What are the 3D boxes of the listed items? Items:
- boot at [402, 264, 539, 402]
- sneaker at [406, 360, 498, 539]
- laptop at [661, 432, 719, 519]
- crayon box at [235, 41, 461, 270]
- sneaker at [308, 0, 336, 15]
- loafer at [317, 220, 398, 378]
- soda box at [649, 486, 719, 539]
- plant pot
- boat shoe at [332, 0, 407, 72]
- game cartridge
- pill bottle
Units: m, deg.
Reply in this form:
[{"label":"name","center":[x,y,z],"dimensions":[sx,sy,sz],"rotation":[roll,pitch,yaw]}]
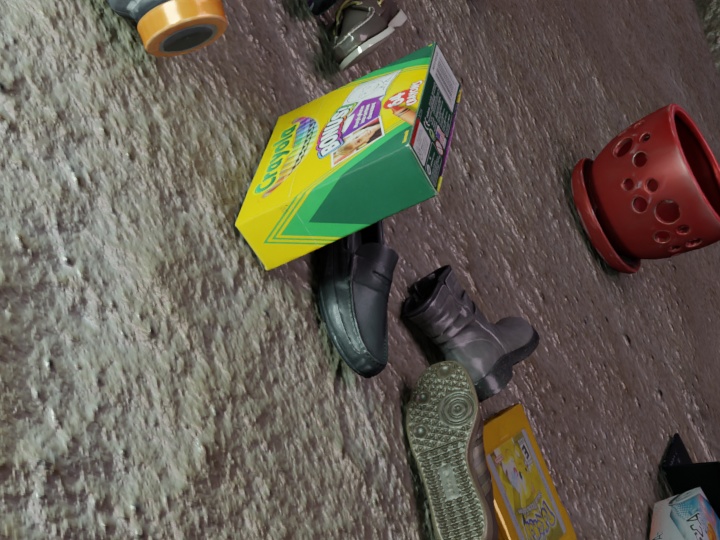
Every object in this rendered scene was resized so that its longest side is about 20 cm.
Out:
[{"label":"boot","center":[0.116,0.048,1.660],"dimensions":[0.132,0.070,0.200],"rotation":[58,20,-4]},{"label":"sneaker","center":[0.086,0.184,1.489],"dimensions":[0.076,0.070,0.201],"rotation":[64,18,-55]},{"label":"laptop","center":[0.479,0.308,2.117],"dimensions":[0.178,0.103,0.200],"rotation":[64,24,-5]},{"label":"crayon box","center":[-0.007,-0.103,1.411],"dimensions":[0.058,0.172,0.200],"rotation":[57,24,-24]},{"label":"sneaker","center":[-0.039,-0.328,1.706],"dimensions":[0.088,0.074,0.200],"rotation":[51,15,-7]},{"label":"loafer","center":[0.000,0.000,1.454],"dimensions":[0.068,0.070,0.202],"rotation":[35,38,-48]},{"label":"soda box","center":[0.385,0.347,1.922],"dimensions":[0.064,0.068,0.200],"rotation":[57,26,-17]},{"label":"plant pot","center":[0.404,-0.109,2.261],"dimensions":[0.200,0.182,0.201],"rotation":[46,31,-38]},{"label":"boat shoe","center":[0.001,-0.263,1.712],"dimensions":[0.060,0.072,0.200],"rotation":[54,21,-9]},{"label":"game cartridge","center":[0.163,0.243,1.610],"dimensions":[0.201,0.032,0.176],"rotation":[66,24,3]},{"label":"pill bottle","center":[-0.172,-0.278,1.319],"dimensions":[0.106,0.106,0.201],"rotation":[3,65,-64]}]
